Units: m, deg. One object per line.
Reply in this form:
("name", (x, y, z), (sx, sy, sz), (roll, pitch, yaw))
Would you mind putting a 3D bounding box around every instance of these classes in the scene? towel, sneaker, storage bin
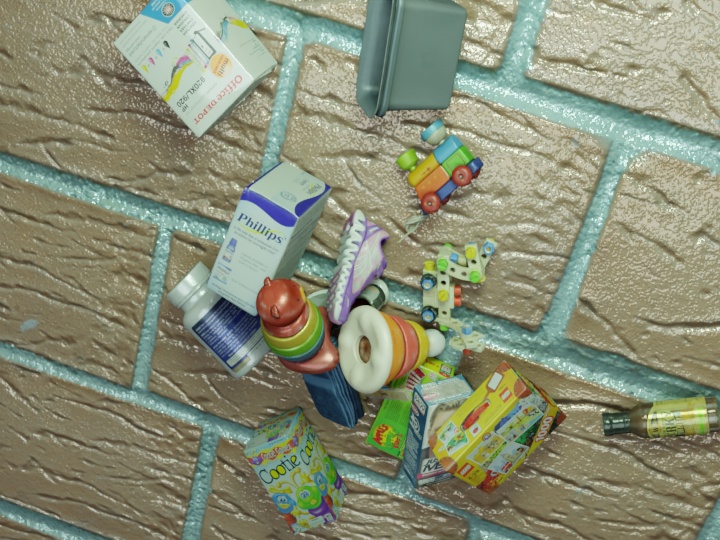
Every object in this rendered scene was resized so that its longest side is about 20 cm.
("towel", (-0.064, 0.197, 1.752), (0.110, 0.049, 0.202), (14, 136, 37))
("sneaker", (0.000, 0.000, 1.641), (0.087, 0.203, 0.080), (20, 159, -14))
("sneaker", (-0.044, 0.072, 1.721), (0.197, 0.080, 0.075), (-23, 108, 22))
("storage bin", (0.078, -0.344, 1.498), (0.132, 0.146, 0.203), (2, 116, -18))

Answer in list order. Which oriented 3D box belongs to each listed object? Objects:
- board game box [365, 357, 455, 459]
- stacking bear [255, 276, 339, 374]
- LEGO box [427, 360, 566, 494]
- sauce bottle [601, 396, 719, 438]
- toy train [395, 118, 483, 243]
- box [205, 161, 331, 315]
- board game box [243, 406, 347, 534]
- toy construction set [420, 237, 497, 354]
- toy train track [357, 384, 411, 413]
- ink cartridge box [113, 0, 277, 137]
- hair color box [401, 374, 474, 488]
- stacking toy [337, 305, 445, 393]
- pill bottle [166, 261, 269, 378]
("board game box", (0.091, 0.251, 1.780), (0.100, 0.048, 0.203), (23, 115, 3))
("stacking bear", (-0.115, 0.082, 1.586), (0.112, 0.123, 0.201), (-14, 150, 6))
("LEGO box", (0.239, 0.277, 1.678), (0.200, 0.077, 0.148), (-48, 131, 10))
("sauce bottle", (0.523, 0.260, 1.674), (0.196, 0.065, 0.066), (-10, 110, 17))
("toy train", (0.098, -0.149, 1.598), (0.199, 0.085, 0.116), (-40, 89, 24))
("box", (-0.154, -0.058, 1.633), (0.104, 0.184, 0.202), (29, 115, 4))
("board game box", (-0.123, 0.388, 1.857), (0.104, 0.103, 0.202), (-24, 105, 21))
("toy construction set", (0.168, 0.041, 1.657), (0.128, 0.092, 0.204), (3, 102, 12))
("toy train track", (0.020, 0.212, 1.755), (0.198, 0.033, 0.116), (0, 127, 46))
("ink cartridge box", (-0.262, -0.351, 1.557), (0.147, 0.145, 0.200), (-38, 100, 23))
("hair color box", (0.139, 0.292, 1.729), (0.098, 0.061, 0.203), (-10, 127, -22))
("stacking toy", (0.072, 0.135, 1.674), (0.197, 0.146, 0.148), (1, 123, -37))
("pill bottle", (-0.254, 0.087, 1.753), (0.119, 0.120, 0.200), (-40, 100, 24))
